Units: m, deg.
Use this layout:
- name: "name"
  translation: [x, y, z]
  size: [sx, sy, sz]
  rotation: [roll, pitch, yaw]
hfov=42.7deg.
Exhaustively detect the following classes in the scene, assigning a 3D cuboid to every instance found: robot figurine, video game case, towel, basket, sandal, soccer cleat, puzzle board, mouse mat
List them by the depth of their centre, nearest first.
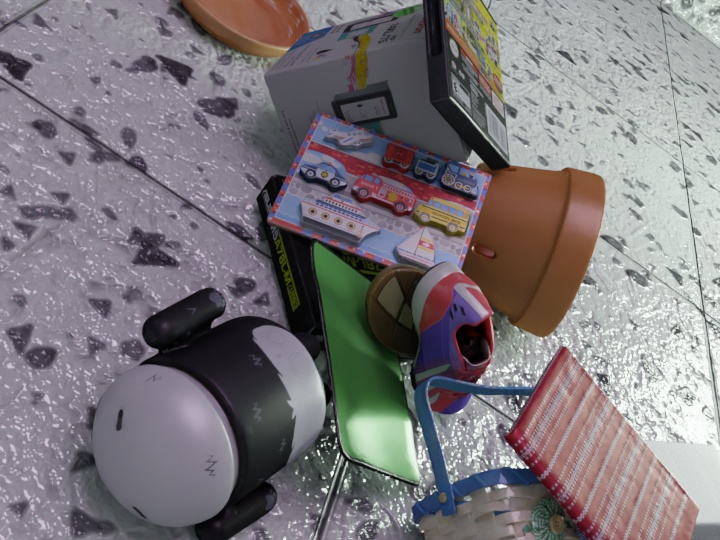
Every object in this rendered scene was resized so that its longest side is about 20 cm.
- name: "robot figurine"
  translation: [-0.108, 0.108, 0.695]
  size: [0.150, 0.125, 0.200]
  rotation: [46, 35, 13]
- name: "towel"
  translation: [0.205, 0.175, 0.766]
  size: [0.200, 0.022, 0.145]
  rotation: [50, 38, -3]
- name: "basket"
  translation: [0.133, 0.194, 0.808]
  size: [0.175, 0.139, 0.201]
  rotation: [8, 54, -37]
- name: "mouse mat"
  translation: [0.005, 0.083, 0.816]
  size: [0.161, 0.007, 0.201]
  rotation: [38, 37, -56]
- name: "soccer cleat"
  translation: [0.089, 0.081, 0.848]
  size: [0.068, 0.201, 0.073]
  rotation: [-31, 51, -21]
- name: "sandal"
  translation: [0.061, 0.040, 0.891]
  size: [0.054, 0.081, 0.199]
  rotation: [44, 12, 37]
- name: "puzzle board"
  translation: [0.023, -0.076, 0.943]
  size: [0.199, 0.017, 0.151]
  rotation: [20, 58, 3]
- name: "video game case"
  translation: [0.111, -0.222, 0.968]
  size: [0.200, 0.025, 0.182]
  rotation: [28, 56, -61]

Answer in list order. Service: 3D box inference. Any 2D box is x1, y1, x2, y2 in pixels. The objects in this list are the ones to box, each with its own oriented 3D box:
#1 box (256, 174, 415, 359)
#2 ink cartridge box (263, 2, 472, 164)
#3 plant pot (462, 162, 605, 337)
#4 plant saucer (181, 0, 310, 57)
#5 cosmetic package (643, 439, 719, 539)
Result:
- name: "box"
  translation: [0.000, 0.000, 0.974]
  size: [0.199, 0.048, 0.194]
  rotation: [11, 44, -35]
- name: "ink cartridge box"
  translation: [0.024, -0.200, 1.043]
  size: [0.147, 0.198, 0.147]
  rotation: [-64, 140, -55]
- name: "plant pot"
  translation: [0.181, -0.039, 1.078]
  size: [0.139, 0.201, 0.201]
  rotation: [20, 37, 0]
- name: "plant saucer"
  translation: [-0.159, -0.348, 1.213]
  size: [0.199, 0.037, 0.201]
  rotation: [25, 39, -22]
- name: "cosmetic package"
  translation: [0.321, 0.243, 0.987]
  size: [0.199, 0.071, 0.102]
  rotation: [12, 44, -35]
